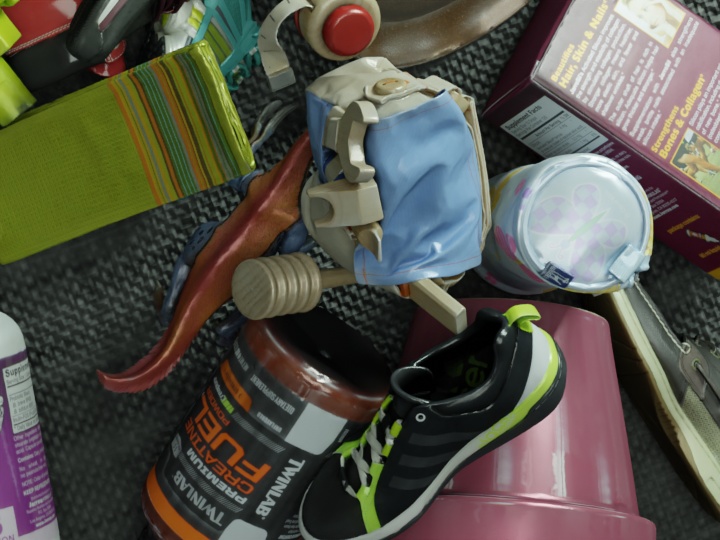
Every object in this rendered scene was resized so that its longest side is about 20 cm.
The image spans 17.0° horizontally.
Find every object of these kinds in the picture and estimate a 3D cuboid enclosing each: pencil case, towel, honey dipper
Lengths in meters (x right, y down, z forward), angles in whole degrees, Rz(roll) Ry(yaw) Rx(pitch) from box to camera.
[{"bbox_3d":[0.121,-0.026,1.511,0.090,0.200,0.084,27,86,-9],"label":"pencil case"},{"bbox_3d":[-0.163,-0.071,1.501,0.199,0.018,0.087,-19,97,25],"label":"towel"},{"bbox_3d":[0.000,0.000,1.523,0.199,0.038,0.038,-10,98,-48],"label":"honey dipper"}]

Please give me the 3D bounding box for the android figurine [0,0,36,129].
[{"bbox_3d":[-0.295,-0.156,1.483,0.182,0.041,0.200,-36,100,18],"label":"android figurine"}]

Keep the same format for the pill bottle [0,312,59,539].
[{"bbox_3d":[-0.257,0.091,1.503,0.111,0.112,0.202,-11,96,-8],"label":"pill bottle"}]

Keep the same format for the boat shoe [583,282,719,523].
[{"bbox_3d":[0.214,0.073,1.603,0.065,0.073,0.201,-33,108,-10],"label":"boat shoe"}]

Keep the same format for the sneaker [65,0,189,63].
[{"bbox_3d":[-0.083,-0.181,1.464,0.115,0.076,0.201,40,72,-14],"label":"sneaker"}]

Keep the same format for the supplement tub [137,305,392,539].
[{"bbox_3d":[-0.069,0.123,1.523,0.106,0.107,0.201,29,110,-10],"label":"supplement tub"}]

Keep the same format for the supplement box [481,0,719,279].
[{"bbox_3d":[0.194,-0.099,1.557,0.199,0.086,0.111,33,67,-10],"label":"supplement box"}]

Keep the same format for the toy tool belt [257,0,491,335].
[{"bbox_3d":[0.021,-0.066,1.407,0.124,0.123,0.201,-23,126,-11],"label":"toy tool belt"}]

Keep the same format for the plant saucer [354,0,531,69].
[{"bbox_3d":[0.068,-0.204,1.503,0.200,0.200,0.032,-34,70,-5],"label":"plant saucer"}]

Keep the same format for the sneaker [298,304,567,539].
[{"bbox_3d":[0.029,0.085,1.421,0.200,0.072,0.083,-40,135,11],"label":"sneaker"}]

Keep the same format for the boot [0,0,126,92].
[{"bbox_3d":[-0.157,-0.207,1.517,0.199,0.072,0.145,-36,100,4],"label":"boot"}]

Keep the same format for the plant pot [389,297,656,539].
[{"bbox_3d":[0.090,0.118,1.532,0.198,0.200,0.181,5,78,-9],"label":"plant pot"}]

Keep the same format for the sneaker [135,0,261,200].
[{"bbox_3d":[-0.096,-0.139,1.531,0.079,0.077,0.202,11,93,-19],"label":"sneaker"}]

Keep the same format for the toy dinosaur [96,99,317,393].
[{"bbox_3d":[-0.054,-0.017,1.505,0.105,0.200,0.182,33,132,-3],"label":"toy dinosaur"}]
